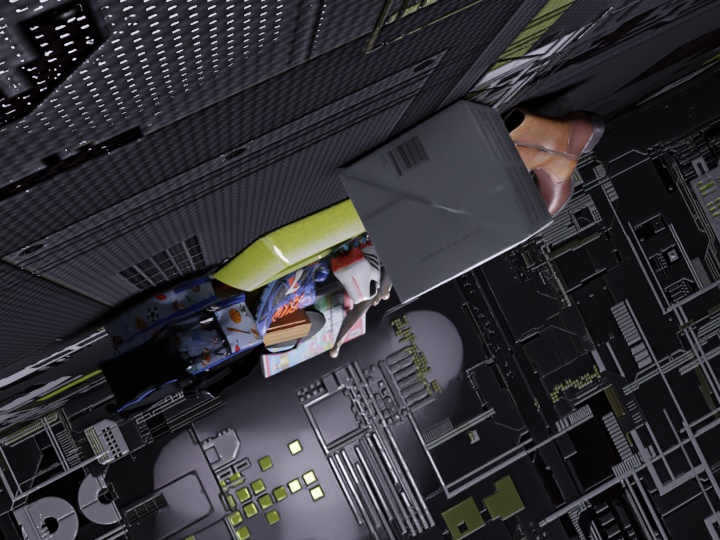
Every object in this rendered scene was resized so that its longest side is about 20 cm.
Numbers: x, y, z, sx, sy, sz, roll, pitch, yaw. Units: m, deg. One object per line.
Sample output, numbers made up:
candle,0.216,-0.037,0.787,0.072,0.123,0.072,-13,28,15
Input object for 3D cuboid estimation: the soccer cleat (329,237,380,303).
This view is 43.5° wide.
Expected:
soccer cleat,0.000,0.000,1.350,0.068,0.086,0.200,-22,-177,9

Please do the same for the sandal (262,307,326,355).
sandal,-0.140,0.109,1.432,0.198,0.045,0.076,-10,132,-32

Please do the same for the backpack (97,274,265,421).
backpack,-0.230,0.096,1.188,0.199,0.156,0.189,-20,175,40

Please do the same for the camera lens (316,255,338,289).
camera lens,-0.093,0.045,1.662,0.158,0.162,0.200,-26,179,0

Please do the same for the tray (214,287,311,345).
tray,-0.184,0.072,1.375,0.198,0.099,0.037,-13,145,-30

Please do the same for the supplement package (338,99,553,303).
supplement package,0.100,-0.078,0.976,0.151,0.152,0.200,-28,178,20

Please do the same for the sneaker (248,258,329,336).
sneaker,-0.106,0.032,1.369,0.201,0.078,0.075,-57,-177,-39

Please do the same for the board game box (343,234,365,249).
board game box,0.048,-0.091,1.674,0.150,0.047,0.199,-26,178,-33

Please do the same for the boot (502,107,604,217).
boot,0.237,-0.139,1.251,0.198,0.069,0.189,-11,144,-43

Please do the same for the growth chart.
growth chart,0.009,0.048,1.421,0.200,0.018,0.145,-51,-171,42

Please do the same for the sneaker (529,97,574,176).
sneaker,0.236,-0.188,1.341,0.076,0.081,0.201,-6,143,-45

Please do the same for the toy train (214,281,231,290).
toy train,-0.157,0.023,1.512,0.198,0.086,0.116,-28,-170,-17

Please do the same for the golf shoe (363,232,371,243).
golf shoe,0.063,-0.089,1.276,0.091,0.074,0.200,-13,173,-27

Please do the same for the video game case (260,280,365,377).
video game case,-0.079,0.091,1.516,0.198,0.017,0.144,-22,138,-21

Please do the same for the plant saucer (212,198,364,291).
plant saucer,-0.086,-0.033,1.270,0.198,0.048,0.200,-26,178,-33
